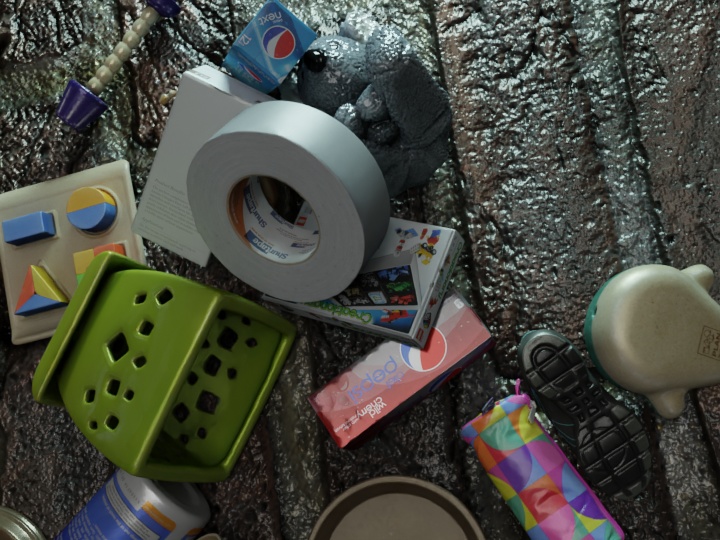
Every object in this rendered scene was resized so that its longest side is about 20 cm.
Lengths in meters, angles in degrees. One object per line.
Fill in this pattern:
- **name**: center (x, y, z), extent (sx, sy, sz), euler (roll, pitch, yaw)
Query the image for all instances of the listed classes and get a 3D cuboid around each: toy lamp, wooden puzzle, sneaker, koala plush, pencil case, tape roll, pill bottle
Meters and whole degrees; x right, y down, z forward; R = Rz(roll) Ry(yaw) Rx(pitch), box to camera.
- **toy lamp**: center (-0.304, -0.261, 1.195), extent (0.058, 0.058, 0.200), euler (36, 85, 17)
- **wooden puzzle**: center (-0.356, -0.026, 1.161), extent (0.185, 0.046, 0.200), euler (-14, 75, 10)
- **sneaker**: center (0.228, 0.141, 0.984), extent (0.075, 0.079, 0.200), euler (-33, 93, -1)
- **koala plush**: center (-0.007, -0.192, 1.077), extent (0.177, 0.184, 0.200), euler (-49, 51, 12)
- **pencil case**: center (0.183, 0.215, 0.970), extent (0.088, 0.088, 0.200), euler (-34, 75, 4)
- **tape roll**: center (-0.073, -0.066, 0.969), extent (0.200, 0.200, 0.066), euler (18, 41, 16)
- **pill bottle**: center (-0.267, 0.301, 1.037), extent (0.112, 0.112, 0.200), euler (44, 92, 17)

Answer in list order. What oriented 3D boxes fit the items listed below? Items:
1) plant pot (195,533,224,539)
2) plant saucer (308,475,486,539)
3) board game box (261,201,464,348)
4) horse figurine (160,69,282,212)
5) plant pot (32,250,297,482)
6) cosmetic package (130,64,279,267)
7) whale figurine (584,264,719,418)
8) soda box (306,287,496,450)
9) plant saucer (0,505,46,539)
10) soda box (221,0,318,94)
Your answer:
- **plant pot**: center (-0.159, 0.388, 0.971), extent (0.134, 0.200, 0.200), euler (42, 90, -11)
- **plant saucer**: center (0.039, 0.315, 1.002), extent (0.200, 0.029, 0.200), euler (-3, 78, 13)
- **board game box**: center (0.000, 0.000, 1.044), extent (0.200, 0.035, 0.126), euler (14, 73, 33)
- **horse figurine**: center (-0.169, -0.158, 1.146), extent (0.132, 0.050, 0.200), euler (-9, 79, 18)
- **plant pot**: center (-0.215, 0.098, 1.031), extent (0.181, 0.199, 0.200), euler (23, 85, 23)
- **cosmetic package**: center (-0.173, -0.116, 1.076), extent (0.102, 0.074, 0.200), euler (27, 111, 2)
- **whale figurine**: center (0.321, 0.072, 0.974), extent (0.200, 0.104, 0.159), euler (16, 81, -9)
- **soda box**: center (0.046, 0.108, 1.033), extent (0.200, 0.063, 0.070), euler (-37, 72, 4)
- **plant saucer**: center (-0.443, 0.372, 1.108), extent (0.200, 0.029, 0.200), euler (-3, 77, 12)
- **soda box**: center (-0.105, -0.243, 1.068), extent (0.064, 0.200, 0.068), euler (38, 88, -13)
